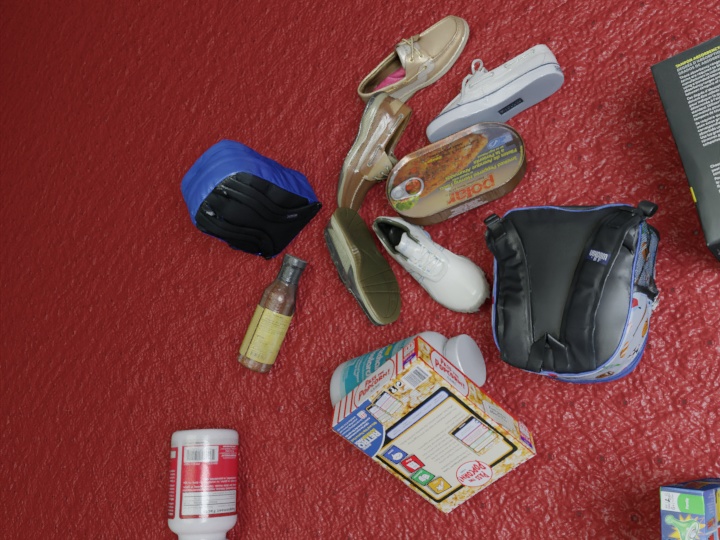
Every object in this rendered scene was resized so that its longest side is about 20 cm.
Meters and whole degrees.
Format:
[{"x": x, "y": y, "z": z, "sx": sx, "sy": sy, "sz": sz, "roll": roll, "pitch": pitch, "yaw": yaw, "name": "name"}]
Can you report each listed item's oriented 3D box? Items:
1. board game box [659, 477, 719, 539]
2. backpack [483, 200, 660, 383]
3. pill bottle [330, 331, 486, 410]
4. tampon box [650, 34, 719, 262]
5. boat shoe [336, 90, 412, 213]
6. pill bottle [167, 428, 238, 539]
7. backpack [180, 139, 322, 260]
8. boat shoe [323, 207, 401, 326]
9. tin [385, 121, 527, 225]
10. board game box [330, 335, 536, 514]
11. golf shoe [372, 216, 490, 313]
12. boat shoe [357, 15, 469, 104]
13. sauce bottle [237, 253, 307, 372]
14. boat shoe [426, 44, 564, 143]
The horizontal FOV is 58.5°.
[{"x": 0.312, "y": 0.258, "z": 0.571, "sx": 0.034, "sy": 0.200, "sz": 0.136, "roll": -7, "pitch": 73, "yaw": 38, "name": "board game box"}, {"x": 0.238, "y": 0.031, "z": 0.727, "sx": 0.200, "sy": 0.154, "sz": 0.191, "roll": 0, "pitch": 70, "yaw": 46, "name": "backpack"}, {"x": 0.064, "y": 0.149, "z": 0.862, "sx": 0.200, "sy": 0.111, "sz": 0.111, "roll": -26, "pitch": 63, "yaw": 32, "name": "pill bottle"}, {"x": 0.393, "y": -0.119, "z": 0.638, "sx": 0.126, "sy": 0.150, "sz": 0.200, "roll": -20, "pitch": 66, "yaw": 33, "name": "tampon box"}, {"x": 0.023, "y": -0.175, "z": 1.008, "sx": 0.074, "sy": 0.076, "sz": 0.200, "roll": 24, "pitch": 107, "yaw": 13, "name": "boat shoe"}, {"x": -0.260, "y": 0.368, "z": 1.068, "sx": 0.112, "sy": 0.112, "sz": 0.200, "roll": -14, "pitch": 69, "yaw": 36, "name": "pill bottle"}, {"x": -0.204, "y": -0.129, "z": 1.098, "sx": 0.163, "sy": 0.200, "sz": 0.168, "roll": -49, "pitch": 53, "yaw": 19, "name": "backpack"}, {"x": -0.001, "y": 0.000, "z": 0.988, "sx": 0.066, "sy": 0.072, "sz": 0.201, "roll": -45, "pitch": 61, "yaw": 46, "name": "boat shoe"}, {"x": 0.133, "y": -0.132, "z": 0.896, "sx": 0.200, "sy": 0.042, "sz": 0.112, "roll": -21, "pitch": 56, "yaw": 14, "name": "tin"}, {"x": 0.088, "y": 0.194, "z": 0.783, "sx": 0.151, "sy": 0.200, "sz": 0.046, "roll": -42, "pitch": 17, "yaw": 22, "name": "board game box"}, {"x": 0.089, "y": -0.011, "z": 0.895, "sx": 0.200, "sy": 0.097, "sz": 0.078, "roll": 40, "pitch": 103, "yaw": 38, "name": "golf shoe"}, {"x": 0.078, "y": -0.324, "z": 1.005, "sx": 0.200, "sy": 0.069, "sz": 0.074, "roll": -39, "pitch": 57, "yaw": 25, "name": "boat shoe"}, {"x": -0.144, "y": 0.071, "z": 1.085, "sx": 0.066, "sy": 0.066, "sz": 0.200, "roll": 28, "pitch": 96, "yaw": 40, "name": "sauce bottle"}, {"x": 0.176, "y": -0.254, "z": 0.903, "sx": 0.202, "sy": 0.075, "sz": 0.086, "roll": -27, "pitch": 63, "yaw": 29, "name": "boat shoe"}]
